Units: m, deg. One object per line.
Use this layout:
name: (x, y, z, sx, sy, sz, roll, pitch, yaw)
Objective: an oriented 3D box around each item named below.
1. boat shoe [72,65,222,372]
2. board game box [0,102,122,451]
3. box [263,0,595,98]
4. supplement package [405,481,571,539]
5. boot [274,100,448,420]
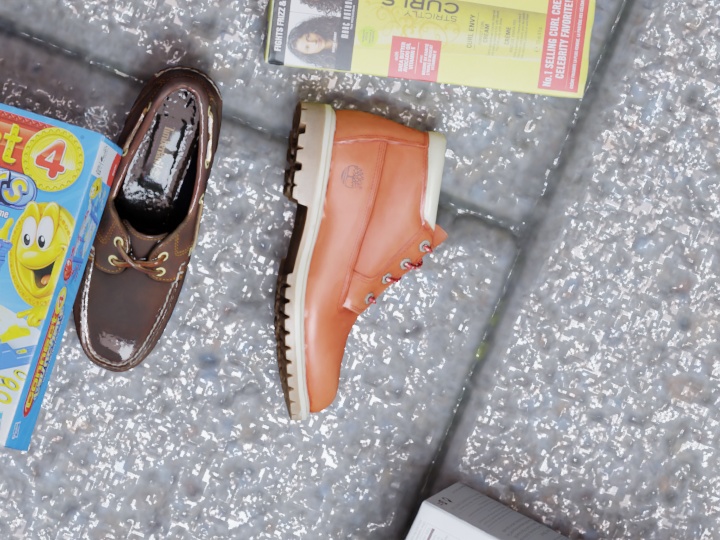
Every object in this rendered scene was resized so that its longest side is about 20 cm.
boat shoe: (-0.135, -0.030, 1.688, 0.070, 0.070, 0.201, 13, 100, -7)
board game box: (-0.269, -0.013, 1.644, 0.199, 0.056, 0.196, 16, 85, 8)
box: (0.042, -0.153, 1.686, 0.199, 0.050, 0.076, 7, 99, -5)
supplement package: (0.115, 0.231, 1.701, 0.200, 0.110, 0.114, 27, 99, 11)
boot: (0.000, 0.000, 1.703, 0.107, 0.075, 0.201, 7, 99, -10)
